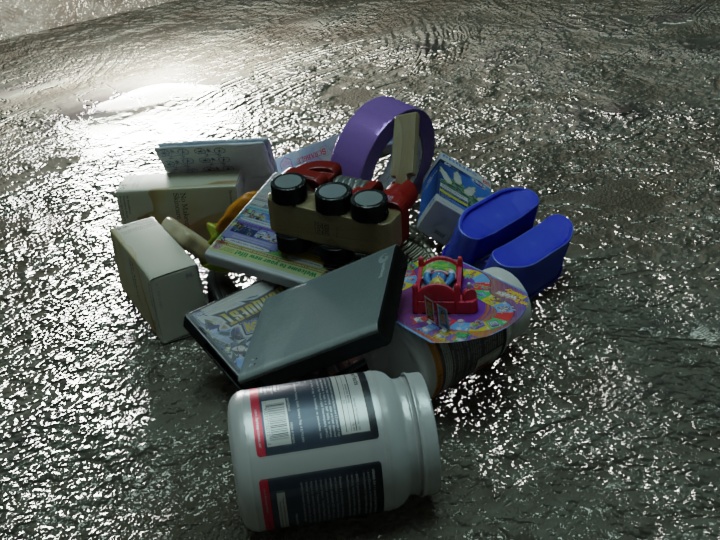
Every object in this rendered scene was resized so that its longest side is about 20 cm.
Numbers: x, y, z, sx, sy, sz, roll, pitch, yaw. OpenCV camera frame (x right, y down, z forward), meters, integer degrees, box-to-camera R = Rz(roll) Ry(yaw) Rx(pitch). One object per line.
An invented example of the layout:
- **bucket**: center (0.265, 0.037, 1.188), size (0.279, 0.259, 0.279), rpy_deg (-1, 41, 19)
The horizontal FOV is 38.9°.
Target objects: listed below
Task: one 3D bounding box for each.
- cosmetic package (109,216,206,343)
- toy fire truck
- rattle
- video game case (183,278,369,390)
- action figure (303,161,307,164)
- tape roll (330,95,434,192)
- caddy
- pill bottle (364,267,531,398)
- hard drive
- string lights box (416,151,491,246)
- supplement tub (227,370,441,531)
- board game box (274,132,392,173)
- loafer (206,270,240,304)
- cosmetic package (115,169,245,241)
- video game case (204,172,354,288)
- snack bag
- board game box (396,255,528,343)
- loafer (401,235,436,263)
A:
- **cosmetic package**: center (-0.287, 0.010, 1.441), size (0.072, 0.105, 0.200), rpy_deg (-17, 28, -22)
- **toy fire truck**: center (-0.003, -0.112, 1.309), size (0.174, 0.130, 0.200), rpy_deg (13, 36, 25)
- **rattle**: center (-0.239, -0.081, 1.555), size (0.129, 0.144, 0.200), rpy_deg (18, 6, -22)
- **video game case**: center (-0.088, 0.083, 1.267), size (0.199, 0.026, 0.181), rpy_deg (-25, 58, -37)
- **action figure**: center (-0.083, -0.132, 1.700), size (0.198, 0.070, 0.130), rpy_deg (-8, -11, -29)
- **tape roll**: center (0.036, -0.172, 1.627), size (0.065, 0.202, 0.200), rpy_deg (27, 39, 29)
- **caddy**: center (0.204, -0.026, 1.430), size (0.199, 0.106, 0.141), rpy_deg (-28, 57, -35)
- **pill bottle**: center (0.109, 0.074, 1.234), size (0.199, 0.118, 0.116), rpy_deg (-24, 33, -36)
- **hard drive**: center (-0.041, 0.057, 1.168), size (0.199, 0.033, 0.140), rpy_deg (-22, 33, 30)
- **string lights box**: center (0.148, -0.103, 1.592), size (0.102, 0.059, 0.201), rpy_deg (29, 27, -9)
- **supplement tub**: center (-0.028, 0.178, 1.024), size (0.198, 0.142, 0.141), rpy_deg (-7, 27, -6)
- **board game box**: center (-0.012, -0.211, 1.768), size (0.198, 0.042, 0.199), rpy_deg (-15, 1, 40)
- **loafer**: center (-0.154, 0.065, 1.355), size (0.071, 0.074, 0.200), rpy_deg (-12, 37, -20)
- **cosmetic package**: center (-0.287, -0.101, 1.660), size (0.198, 0.106, 0.071), rpy_deg (-4, 28, 5)
- **video game case**: center (-0.078, -0.051, 1.352), size (0.198, 0.022, 0.183), rpy_deg (16, 49, 26)
- **snack bag**: center (-0.227, -0.156, 1.699), size (0.186, 0.200, 0.022), rpy_deg (-3, 62, 5)
- **board game box**: center (0.096, 0.015, 1.176), size (0.157, 0.039, 0.199), rpy_deg (-22, 33, -32)
- **loafer**: center (0.035, -0.012, 1.352), size (0.076, 0.069, 0.199), rpy_deg (-39, 51, -22)
